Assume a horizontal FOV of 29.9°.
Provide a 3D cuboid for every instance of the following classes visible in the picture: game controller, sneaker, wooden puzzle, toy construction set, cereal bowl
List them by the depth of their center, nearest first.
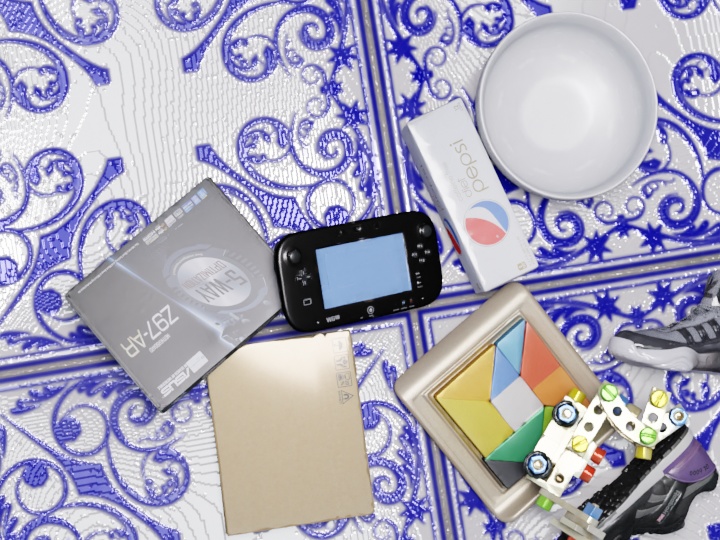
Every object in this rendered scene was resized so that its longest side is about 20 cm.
[{"bbox_3d":[0.248,0.199,1.413,0.131,0.092,0.201,30,71,9],"label":"toy construction set"},{"bbox_3d":[0.000,0.000,1.424,0.199,0.042,0.105,-12,87,-30],"label":"game controller"},{"bbox_3d":[0.307,0.264,1.458,0.200,0.076,0.088,-40,97,-6],"label":"sneaker"},{"bbox_3d":[0.217,-0.173,1.463,0.198,0.083,0.202,0,87,-6],"label":"cereal bowl"},{"bbox_3d":[0.164,0.143,1.466,0.185,0.037,0.200,-40,91,-6],"label":"wooden puzzle"},{"bbox_3d":[0.367,0.055,1.474,0.198,0.075,0.115,6,86,-11],"label":"sneaker"}]

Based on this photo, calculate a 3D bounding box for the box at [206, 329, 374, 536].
[{"bbox_3d":[-0.077,0.173,1.449,0.162,0.021,0.202,-8,88,-6],"label":"box"}]

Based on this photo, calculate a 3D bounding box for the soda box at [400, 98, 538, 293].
[{"bbox_3d":[0.117,-0.079,1.459,0.068,0.064,0.201,-25,89,-5],"label":"soda box"}]

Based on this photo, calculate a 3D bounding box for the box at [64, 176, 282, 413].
[{"bbox_3d":[-0.185,0.026,1.422,0.200,0.044,0.160,-40,85,-10],"label":"box"}]
